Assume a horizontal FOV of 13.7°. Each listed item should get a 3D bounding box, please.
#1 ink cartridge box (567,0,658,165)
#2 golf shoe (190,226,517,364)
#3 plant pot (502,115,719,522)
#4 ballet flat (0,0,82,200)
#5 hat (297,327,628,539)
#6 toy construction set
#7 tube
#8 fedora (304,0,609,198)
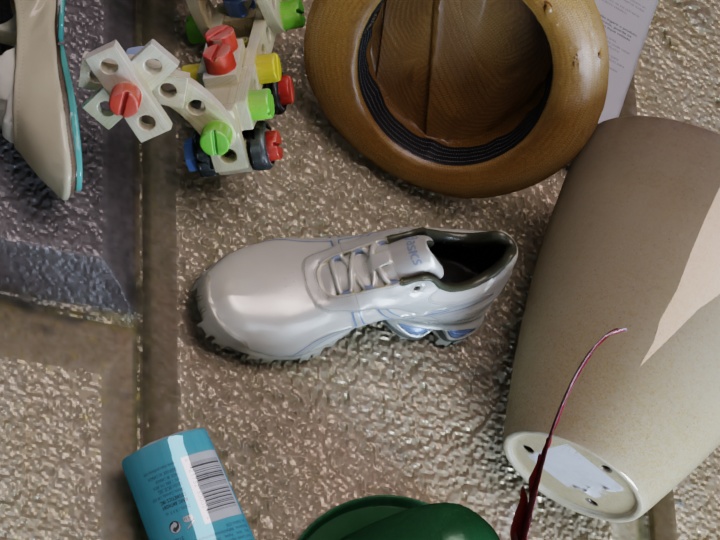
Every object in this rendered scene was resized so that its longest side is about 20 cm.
[{"bbox_3d":[0.096,-0.189,1.949,0.196,0.043,0.200,30,52,-10],"label":"ink cartridge box"},{"bbox_3d":[0.000,0.000,1.752,0.200,0.097,0.078,-7,69,-31],"label":"golf shoe"},{"bbox_3d":[0.169,0.042,1.789,0.187,0.187,0.200,35,65,-8],"label":"plant pot"},{"bbox_3d":[-0.197,-0.128,1.740,0.069,0.069,0.200,10,57,-25],"label":"ballet flat"},{"bbox_3d":[0.062,0.161,1.642,0.165,0.176,0.200,-2,65,-30],"label":"hat"},{"bbox_3d":[-0.088,-0.132,1.756,0.200,0.092,0.131,-60,144,-48],"label":"toy construction set"},{"bbox_3d":[-0.071,0.186,1.638,0.077,0.050,0.200,-18,77,-21],"label":"tube"},{"bbox_3d":[0.064,-0.141,1.814,0.200,0.201,0.082,34,37,-9],"label":"fedora"}]
